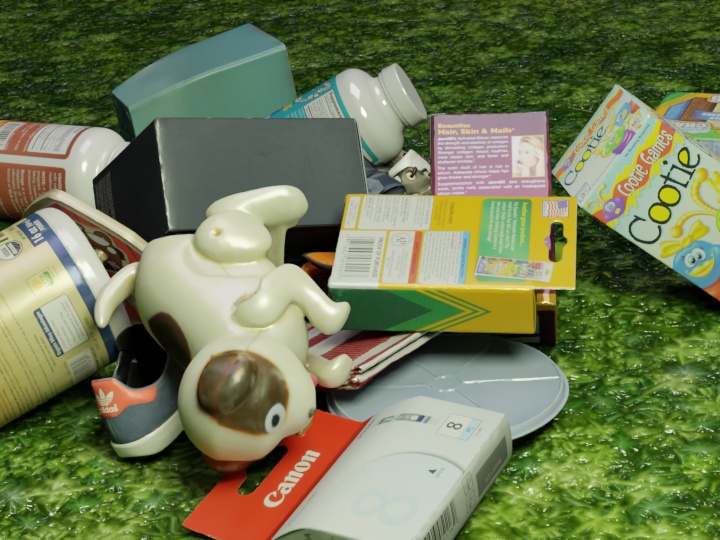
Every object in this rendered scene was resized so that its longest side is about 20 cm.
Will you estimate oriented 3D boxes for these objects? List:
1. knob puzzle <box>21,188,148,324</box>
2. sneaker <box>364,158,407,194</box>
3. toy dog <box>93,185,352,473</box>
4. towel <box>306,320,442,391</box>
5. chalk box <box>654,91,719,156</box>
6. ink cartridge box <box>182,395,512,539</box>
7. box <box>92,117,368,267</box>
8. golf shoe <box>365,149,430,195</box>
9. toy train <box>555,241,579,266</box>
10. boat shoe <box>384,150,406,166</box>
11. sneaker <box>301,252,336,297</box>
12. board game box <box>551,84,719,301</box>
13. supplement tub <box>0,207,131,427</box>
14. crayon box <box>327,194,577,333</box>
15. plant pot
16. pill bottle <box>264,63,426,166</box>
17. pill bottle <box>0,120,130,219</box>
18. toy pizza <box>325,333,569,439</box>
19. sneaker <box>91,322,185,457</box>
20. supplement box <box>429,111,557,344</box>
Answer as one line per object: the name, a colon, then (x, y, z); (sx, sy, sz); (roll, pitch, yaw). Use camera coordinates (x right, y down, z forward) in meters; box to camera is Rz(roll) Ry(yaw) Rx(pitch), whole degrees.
knob puzzle: (-0.233, 0.003, 1.489); (0.219, 0.220, 0.031); (12, 57, 35)
sneaker: (-0.039, -0.034, 1.668); (0.146, 0.077, 0.202); (37, 69, 22)
toy dog: (-0.097, 0.051, 1.264); (0.193, 0.140, 0.200); (-1, 46, -18)
towel: (-0.030, 0.070, 1.417); (0.200, 0.023, 0.144); (-5, 16, 42)
chalk box: (0.350, -0.094, 1.682); (0.123, 0.125, 0.200); (5, 22, 22)
ink cartridge box: (-0.011, 0.147, 1.214); (0.199, 0.047, 0.160); (11, 38, 28)
box: (-0.120, -0.064, 1.516); (0.199, 0.105, 0.182); (-3, -12, -28)
golf shoe: (0.074, -0.077, 1.734); (0.199, 0.095, 0.078); (2, 22, 12)
toy train: (0.165, -0.025, 1.615); (0.115, 0.085, 0.200); (24, 34, 31)
boat shoe: (-0.027, -0.123, 1.894); (0.199, 0.072, 0.065); (10, 3, 16)
sneaker: (0.000, 0.000, 1.529); (0.112, 0.078, 0.200); (-4, 0, 1)
board game box: (0.291, -0.063, 1.506); (0.200, 0.105, 0.103); (31, 14, -19)
supplement tub: (-0.305, 0.052, 1.374); (0.200, 0.145, 0.144); (-30, 29, -17)
crayon box: (0.080, -0.007, 1.383); (0.199, 0.052, 0.126); (1, 39, 8)
plant pot: (-0.191, -0.195, 2.026); (0.199, 0.142, 0.141); (-20, 25, -17)
pill bottle: (-0.030, -0.146, 1.804); (0.200, 0.111, 0.111); (-29, 18, 13)
pill bottle: (-0.327, -0.107, 1.855); (0.199, 0.113, 0.112); (7, 24, 24)
toy pizza: (0.071, 0.106, 1.362); (0.199, 0.032, 0.200); (-3, 23, 1)
sneaker: (-0.153, 0.065, 1.376); (0.075, 0.085, 0.200); (-12, 26, 32)
supplement box: (0.119, -0.038, 1.496); (0.110, 0.086, 0.201); (-2, 63, 5)
